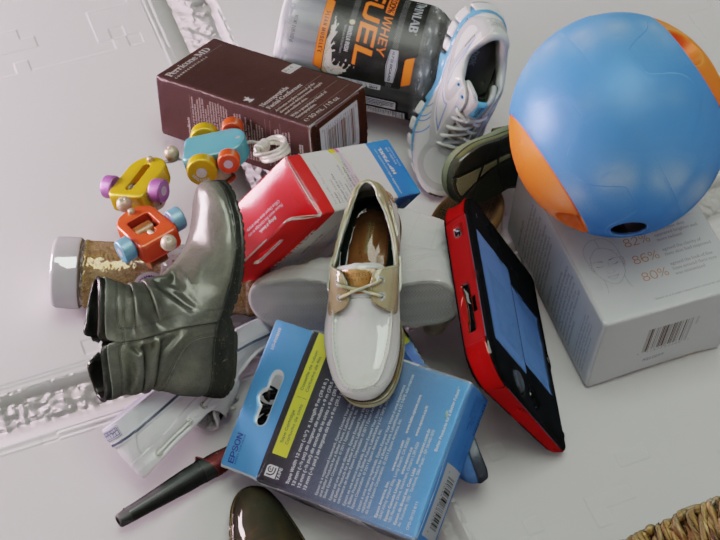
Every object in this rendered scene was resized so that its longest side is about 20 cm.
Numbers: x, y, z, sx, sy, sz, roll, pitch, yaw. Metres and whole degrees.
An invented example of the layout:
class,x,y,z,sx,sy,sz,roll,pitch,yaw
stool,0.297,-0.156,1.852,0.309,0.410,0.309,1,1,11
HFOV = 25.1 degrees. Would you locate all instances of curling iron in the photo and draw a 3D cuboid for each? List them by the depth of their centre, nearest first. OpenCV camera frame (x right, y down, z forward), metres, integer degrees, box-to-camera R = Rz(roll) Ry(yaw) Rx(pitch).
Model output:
class,x,y,z,sx,sy,sz,roll,pitch,yaw
curling iron,-0.138,0.167,1.448,0.199,0.050,0.025,-34,30,-21

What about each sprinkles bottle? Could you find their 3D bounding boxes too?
class,x,y,z,sx,sy,sz,roll,pitch,yaw
sprinkles bottle,-0.195,0.006,1.543,0.197,0.069,0.069,3,53,-3

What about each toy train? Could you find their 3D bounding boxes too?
class,x,y,z,sx,sy,sz,roll,pitch,yaw
toy train,-0.162,-0.068,1.533,0.199,0.056,0.150,-35,41,-24

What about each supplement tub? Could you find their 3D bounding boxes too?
class,x,y,z,sx,sy,sz,roll,pitch,yaw
supplement tub,0.014,-0.229,1.699,0.197,0.123,0.124,12,53,5

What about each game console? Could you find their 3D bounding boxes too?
class,x,y,z,sx,sy,sz,roll,pitch,yaw
game console,0.136,0.048,1.483,0.031,0.177,0.202,-23,51,22

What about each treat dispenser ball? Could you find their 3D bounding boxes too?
class,x,y,z,sx,sy,sz,roll,pitch,yaw
treat dispenser ball,0.233,-0.131,1.460,0.198,0.202,0.203,2,53,-3

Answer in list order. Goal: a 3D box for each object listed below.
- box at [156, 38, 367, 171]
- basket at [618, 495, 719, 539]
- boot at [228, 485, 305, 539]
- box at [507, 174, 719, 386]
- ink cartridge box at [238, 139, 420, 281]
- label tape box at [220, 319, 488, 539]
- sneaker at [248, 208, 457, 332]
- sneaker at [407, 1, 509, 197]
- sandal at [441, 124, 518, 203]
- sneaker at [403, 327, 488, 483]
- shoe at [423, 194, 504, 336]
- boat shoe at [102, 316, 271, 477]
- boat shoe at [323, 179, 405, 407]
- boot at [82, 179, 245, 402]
class,x,y,z,sx,sy,sz,roll,pitch,yaw
box,-0.100,-0.163,1.636,0.198,0.076,0.100,19,40,29
basket,0.300,0.318,1.356,0.142,0.149,0.202,-29,54,15
boot,-0.065,0.251,1.355,0.074,0.097,0.202,-13,56,-14
box,0.252,-0.014,1.568,0.150,0.107,0.201,-14,56,-14
ink cartridge box,-0.050,-0.055,1.514,0.199,0.116,0.068,-14,68,-52
label tape box,-0.006,0.143,1.423,0.198,0.066,0.145,16,78,25
sneaker,0.000,0.000,1.509,0.197,0.074,0.116,-1,39,10
sneaker,0.101,-0.162,1.612,0.074,0.202,0.087,8,23,-15
sandal,0.145,-0.116,1.625,0.199,0.081,0.057,-11,21,-43
sneaker,0.042,0.127,1.481,0.078,0.066,0.201,-30,60,-11
shoe,0.095,-0.014,1.592,0.069,0.054,0.201,8,40,19
boat shoe,-0.147,0.116,1.475,0.199,0.073,0.066,-38,94,-32
boat shoe,0.001,0.016,1.400,0.074,0.069,0.202,-4,61,8
boot,-0.171,0.015,1.403,0.129,0.068,0.203,5,82,-26
